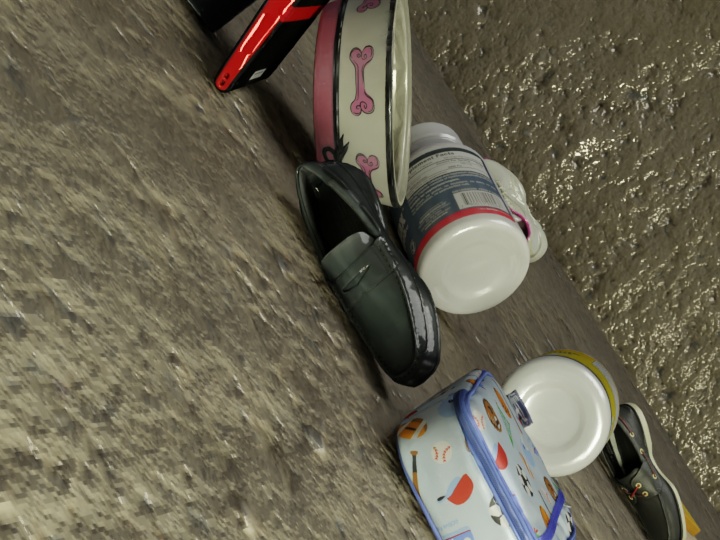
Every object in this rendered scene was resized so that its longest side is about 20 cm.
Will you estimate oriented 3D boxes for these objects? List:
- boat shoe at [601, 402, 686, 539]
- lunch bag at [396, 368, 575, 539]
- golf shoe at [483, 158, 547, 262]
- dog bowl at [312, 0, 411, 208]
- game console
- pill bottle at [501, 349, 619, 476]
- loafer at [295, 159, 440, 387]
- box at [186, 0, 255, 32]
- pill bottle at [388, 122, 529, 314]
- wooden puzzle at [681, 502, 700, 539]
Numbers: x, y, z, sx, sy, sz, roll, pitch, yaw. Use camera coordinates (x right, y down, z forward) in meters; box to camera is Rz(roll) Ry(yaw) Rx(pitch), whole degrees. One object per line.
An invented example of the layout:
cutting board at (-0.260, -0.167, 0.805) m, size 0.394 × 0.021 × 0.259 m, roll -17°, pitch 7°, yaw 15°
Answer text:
boat shoe at (0.365, 0.275, 1.845) m, size 0.062 × 0.074 × 0.204 m, roll -9°, pitch 72°, yaw -38°
lunch bag at (0.097, 0.157, 1.002) m, size 0.162 × 0.075 × 0.200 m, roll 60°, pitch 13°, yaw 5°
golf shoe at (0.248, -0.109, 2.371) m, size 0.201 × 0.075 × 0.091 m, roll 59°, pitch 15°, yaw 16°
dog bowl at (0.004, -0.159, 1.273) m, size 0.200 × 0.073 × 0.204 m, roll 1°, pitch 90°, yaw -83°
game console at (-0.053, -0.231, 1.184) m, size 0.031 × 0.177 × 0.200 m, roll 40°, pitch 13°, yaw -2°
pill bottle at (0.198, 0.136, 1.383) m, size 0.113 × 0.111 × 0.200 m, roll 58°, pitch 11°, yaw 8°
loafer at (0.000, 0.000, 1.063) m, size 0.070 × 0.068 × 0.202 m, roll 13°, pitch 44°, yaw -46°
box at (-0.148, -0.347, 1.246) m, size 0.197 × 0.117 × 0.201 m, roll 51°, pitch 11°, yaw -24°
pill bottle at (0.092, -0.062, 1.462) m, size 0.120 × 0.119 × 0.201 m, roll 47°, pitch 15°, yaw -39°
wooden puzzle at (0.450, 0.331, 2.100) m, size 0.185 × 0.037 × 0.201 m, roll 43°, pitch 18°, yaw -51°
